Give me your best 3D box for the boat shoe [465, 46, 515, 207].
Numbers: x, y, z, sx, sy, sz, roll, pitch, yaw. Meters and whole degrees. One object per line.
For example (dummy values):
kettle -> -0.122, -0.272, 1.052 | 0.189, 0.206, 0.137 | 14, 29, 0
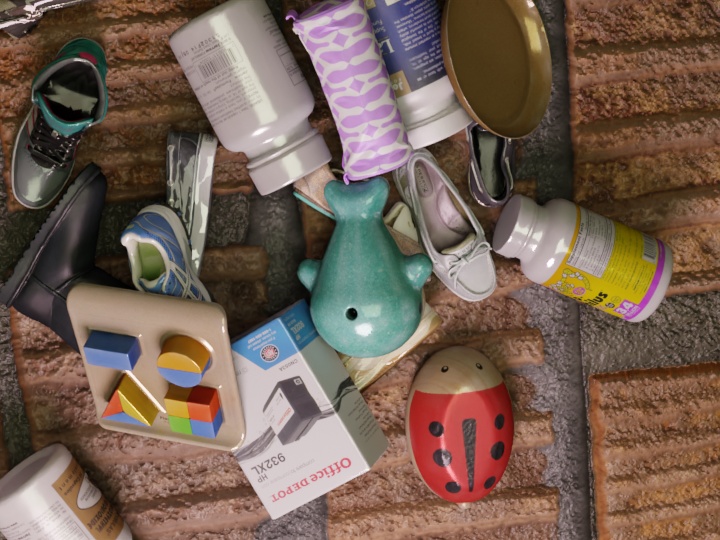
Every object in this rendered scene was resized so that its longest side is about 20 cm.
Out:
boat shoe -> 0.154, -0.172, 1.638 | 0.072, 0.063, 0.202 | -3, 100, -6

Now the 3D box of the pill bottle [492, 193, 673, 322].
pill bottle -> 0.259, -0.020, 1.664 | 0.199, 0.104, 0.105 | 22, 96, -12

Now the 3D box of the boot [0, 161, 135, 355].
boot -> -0.291, 0.001, 1.589 | 0.168, 0.076, 0.201 | 33, 101, -10

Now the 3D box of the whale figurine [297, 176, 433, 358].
whale figurine -> 0.000, 0.000, 1.566 | 0.158, 0.104, 0.201 | -1, 103, 17

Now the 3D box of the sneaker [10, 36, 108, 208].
sneaker -> -0.327, -0.155, 1.532 | 0.083, 0.121, 0.201 | 20, 97, -12

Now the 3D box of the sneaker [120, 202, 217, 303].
sneaker -> -0.209, 0.030, 1.545 | 0.075, 0.077, 0.201 | -20, 98, 25

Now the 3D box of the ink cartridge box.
ink cartridge box -> -0.082, 0.158, 1.609 | 0.145, 0.084, 0.201 | -30, 93, 22

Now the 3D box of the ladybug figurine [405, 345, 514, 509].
ladybug figurine -> 0.124, 0.193, 1.698 | 0.135, 0.072, 0.201 | -9, 102, -8

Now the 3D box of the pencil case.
pencil case -> -0.010, -0.197, 1.510 | 0.085, 0.084, 0.201 | -18, 105, 9

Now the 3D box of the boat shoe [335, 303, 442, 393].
boat shoe -> 0.003, 0.098, 1.666 | 0.200, 0.074, 0.069 | -40, 84, 7

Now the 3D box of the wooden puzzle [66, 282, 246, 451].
wooden puzzle -> -0.225, 0.115, 1.540 | 0.184, 0.046, 0.201 | 8, 129, 15

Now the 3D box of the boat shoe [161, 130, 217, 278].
boat shoe -> -0.206, -0.057, 1.597 | 0.067, 0.072, 0.201 | 7, 103, -5

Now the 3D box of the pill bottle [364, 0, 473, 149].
pill bottle -> 0.047, -0.243, 1.580 | 0.115, 0.116, 0.201 | -25, 103, -4

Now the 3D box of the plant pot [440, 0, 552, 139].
plant pot -> 0.149, -0.245, 1.589 | 0.199, 0.027, 0.202 | 10, 76, -47

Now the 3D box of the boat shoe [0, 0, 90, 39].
boat shoe -> -0.377, -0.284, 1.531 | 0.199, 0.073, 0.065 | -8, 113, -4

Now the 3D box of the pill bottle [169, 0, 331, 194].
pill bottle -> -0.116, -0.192, 1.548 | 0.114, 0.114, 0.201 | -28, 98, -3

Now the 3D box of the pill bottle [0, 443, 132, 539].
pill bottle -> -0.328, 0.309, 1.623 | 0.114, 0.114, 0.200 | -35, 104, -1

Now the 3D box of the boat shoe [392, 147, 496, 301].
boat shoe -> 0.101, -0.051, 1.652 | 0.074, 0.065, 0.203 | -27, 104, -3

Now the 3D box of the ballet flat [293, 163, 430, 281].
ballet flat -> 0.016, -0.062, 1.636 | 0.200, 0.068, 0.067 | 35, 91, -15
